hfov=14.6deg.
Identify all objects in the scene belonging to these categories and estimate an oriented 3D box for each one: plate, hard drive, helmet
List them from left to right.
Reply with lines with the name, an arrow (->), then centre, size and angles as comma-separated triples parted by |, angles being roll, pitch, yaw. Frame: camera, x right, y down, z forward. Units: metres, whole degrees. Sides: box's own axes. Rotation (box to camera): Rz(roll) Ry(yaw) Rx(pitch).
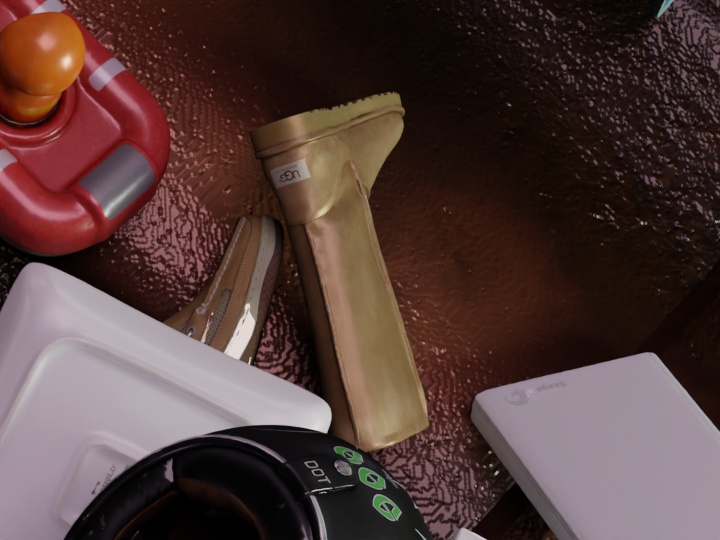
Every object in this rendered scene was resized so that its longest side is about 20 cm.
plate -> -0.141, 0.125, 1.581 | 0.199, 0.032, 0.201 | 26, 87, -9
helmet -> -0.052, 0.180, 1.485 | 0.199, 0.191, 0.201 | -7, 71, 21
hard drive -> 0.169, 0.130, 1.680 | 0.131, 0.026, 0.200 | -12, 41, -23

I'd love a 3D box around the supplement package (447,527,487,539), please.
supplement package -> 0.046, 0.268, 1.589 | 0.109, 0.114, 0.201 | 30, 61, -7

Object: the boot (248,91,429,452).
boot -> 0.000, 0.000, 1.704 | 0.175, 0.066, 0.201 | -21, 95, -63

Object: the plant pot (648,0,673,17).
plant pot -> 0.169, -0.302, 1.833 | 0.196, 0.200, 0.201 | 33, 61, 5

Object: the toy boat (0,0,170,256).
toy boat -> -0.197, -0.114, 1.647 | 0.200, 0.131, 0.130 | 45, 61, 2

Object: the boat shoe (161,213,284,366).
boat shoe -> -0.100, 0.051, 1.654 | 0.076, 0.072, 0.201 | 16, 64, 0
